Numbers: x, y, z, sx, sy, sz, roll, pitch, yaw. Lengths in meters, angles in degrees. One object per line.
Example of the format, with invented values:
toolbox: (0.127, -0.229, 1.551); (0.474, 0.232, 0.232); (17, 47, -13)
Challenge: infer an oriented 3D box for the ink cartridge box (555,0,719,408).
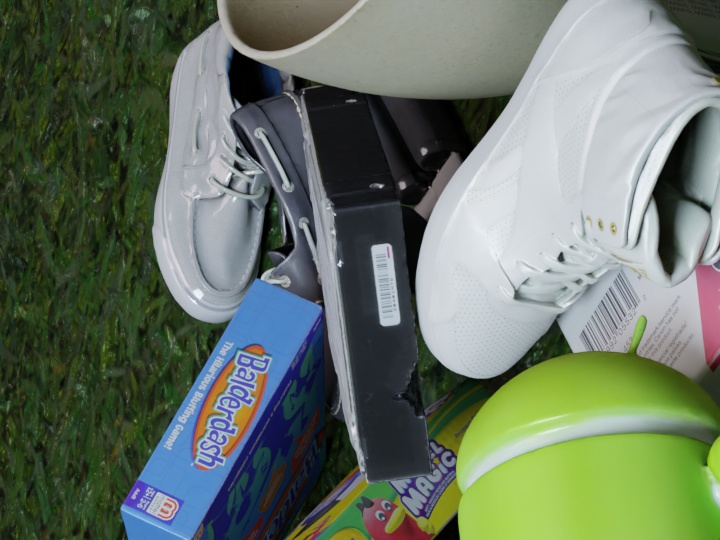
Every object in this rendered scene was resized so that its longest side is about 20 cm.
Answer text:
ink cartridge box: (0.149, -0.028, 0.998); (0.145, 0.084, 0.200); (-60, 39, 34)

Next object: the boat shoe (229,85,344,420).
boat shoe: (-0.035, -0.006, 1.295); (0.073, 0.063, 0.200); (173, 87, -69)

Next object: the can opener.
can opener: (0.022, -0.063, 1.237); (0.053, 0.067, 0.200); (-57, 46, 36)

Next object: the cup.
cup: (0.044, -0.166, 1.126); (0.200, 0.143, 0.200); (-36, 39, 36)

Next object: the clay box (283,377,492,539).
clay box: (0.004, 0.129, 1.123); (0.048, 0.200, 0.115); (47, 138, -1)

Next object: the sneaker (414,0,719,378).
sneaker: (0.092, -0.014, 0.936); (0.200, 0.074, 0.116); (-66, 32, 27)

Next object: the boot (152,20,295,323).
boot: (-0.085, -0.073, 1.414); (0.096, 0.074, 0.200); (142, 129, -59)

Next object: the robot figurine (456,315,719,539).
robot figurine: (0.099, 0.121, 0.875); (0.175, 0.116, 0.200); (-30, 53, 36)

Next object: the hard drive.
hard drive: (0.000, 0.000, 1.084); (0.200, 0.038, 0.140); (-102, 5, -68)

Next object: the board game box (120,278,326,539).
board game box: (-0.071, 0.118, 1.227); (0.152, 0.045, 0.200); (-61, -13, -26)
